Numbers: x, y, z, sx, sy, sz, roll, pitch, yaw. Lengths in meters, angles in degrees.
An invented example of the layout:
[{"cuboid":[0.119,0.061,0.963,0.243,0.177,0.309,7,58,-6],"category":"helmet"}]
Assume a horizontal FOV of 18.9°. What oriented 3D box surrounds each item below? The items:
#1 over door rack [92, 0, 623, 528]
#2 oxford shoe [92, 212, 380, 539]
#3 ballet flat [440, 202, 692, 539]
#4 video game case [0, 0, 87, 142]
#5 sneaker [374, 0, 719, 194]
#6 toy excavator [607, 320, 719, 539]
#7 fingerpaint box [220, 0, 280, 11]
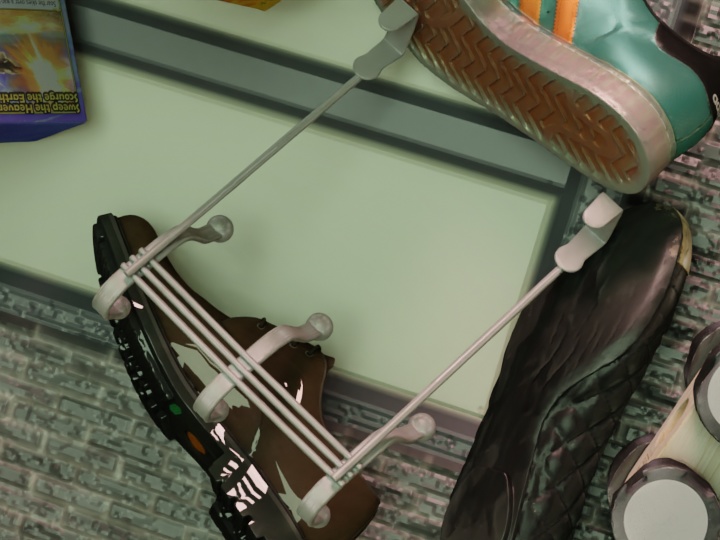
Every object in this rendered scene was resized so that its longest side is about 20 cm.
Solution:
[{"cuboid":[0.000,0.000,0.985,0.148,0.067,0.200,44,78,12],"category":"over door rack"},{"cuboid":[-0.060,0.050,1.027,0.084,0.073,0.200,-30,77,-17],"category":"oxford shoe"},{"cuboid":[0.097,0.060,1.003,0.066,0.057,0.201,27,88,39],"category":"ballet flat"},{"cuboid":[-0.229,-0.149,1.001,0.045,0.199,0.182,-17,82,41],"category":"video game case"},{"cuboid":[0.083,-0.117,1.002,0.080,0.072,0.200,-37,65,-27],"category":"sneaker"},{"cuboid":[0.194,0.146,0.954,0.200,0.100,0.195,34,96,3],"category":"toy excavator"},{"cuboid":[-0.024,-0.196,0.916,0.200,0.167,0.074,-30,74,26],"category":"fingerpaint box"}]
